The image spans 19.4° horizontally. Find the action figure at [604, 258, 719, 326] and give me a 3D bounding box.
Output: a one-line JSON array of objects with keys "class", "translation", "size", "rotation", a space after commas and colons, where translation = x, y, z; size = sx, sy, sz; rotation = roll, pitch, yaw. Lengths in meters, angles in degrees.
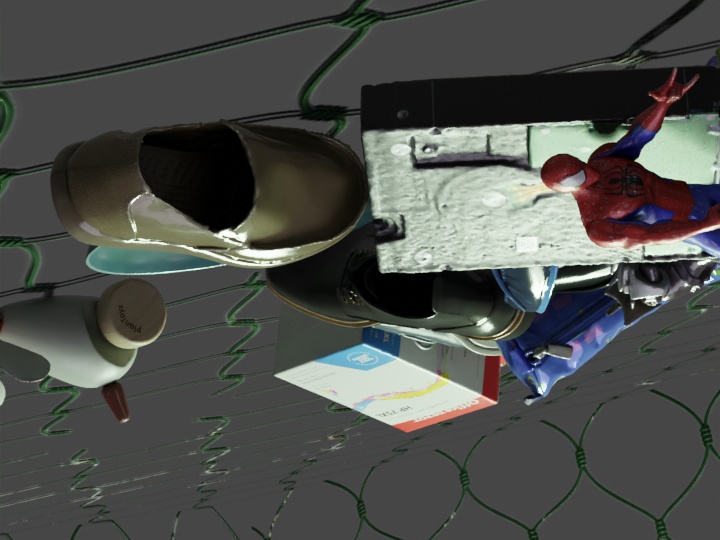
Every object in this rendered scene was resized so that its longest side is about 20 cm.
[{"class": "action figure", "translation": [0.220, -0.025, 1.272], "size": [0.199, 0.070, 0.130], "rotation": [-23, -161, 50]}]

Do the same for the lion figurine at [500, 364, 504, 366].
[{"class": "lion figurine", "translation": [0.115, 0.023, 1.816], "size": [0.121, 0.073, 0.200], "rotation": [-8, 159, 25]}]

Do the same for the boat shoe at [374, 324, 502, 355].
[{"class": "boat shoe", "translation": [0.057, 0.026, 1.669], "size": [0.199, 0.076, 0.062], "rotation": [5, -178, -36]}]

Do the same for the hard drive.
[{"class": "hard drive", "translation": [0.103, -0.054, 1.154], "size": [0.198, 0.038, 0.140], "rotation": [-2, 147, 5]}]

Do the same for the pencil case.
[{"class": "pencil case", "translation": [0.192, 0.019, 1.635], "size": [0.199, 0.078, 0.087], "rotation": [-33, -168, 0]}]

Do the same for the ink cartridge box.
[{"class": "ink cartridge box", "translation": [0.039, 0.078, 1.785], "size": [0.199, 0.068, 0.116], "rotation": [25, 148, -36]}]

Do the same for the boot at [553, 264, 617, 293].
[{"class": "boot", "translation": [0.096, -0.011, 1.535], "size": [0.162, 0.074, 0.197], "rotation": [-4, 172, -43]}]

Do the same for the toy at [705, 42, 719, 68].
[{"class": "toy", "translation": [0.236, -0.116, 1.163], "size": [0.199, 0.048, 0.115], "rotation": [-23, 160, 37]}]

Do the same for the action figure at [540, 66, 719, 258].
[{"class": "action figure", "translation": [0.192, -0.039, 1.087], "size": [0.198, 0.066, 0.099], "rotation": [13, 151, -20]}]

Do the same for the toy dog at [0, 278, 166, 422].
[{"class": "toy dog", "translation": [-0.232, 0.068, 1.493], "size": [0.198, 0.097, 0.132], "rotation": [-10, 170, -16]}]

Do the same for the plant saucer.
[{"class": "plant saucer", "translation": [-0.074, -0.036, 1.303], "size": [0.198, 0.028, 0.200], "rotation": [-13, 171, -2]}]

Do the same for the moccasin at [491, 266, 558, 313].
[{"class": "moccasin", "translation": [0.092, -0.047, 1.271], "size": [0.068, 0.081, 0.201], "rotation": [5, 143, 6]}]

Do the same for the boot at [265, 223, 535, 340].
[{"class": "boot", "translation": [0.000, 0.000, 1.379], "size": [0.198, 0.078, 0.138], "rotation": [4, 179, 29]}]

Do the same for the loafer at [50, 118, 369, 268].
[{"class": "loafer", "translation": [-0.067, -0.041, 1.124], "size": [0.199, 0.077, 0.067], "rotation": [-5, 174, -40]}]
